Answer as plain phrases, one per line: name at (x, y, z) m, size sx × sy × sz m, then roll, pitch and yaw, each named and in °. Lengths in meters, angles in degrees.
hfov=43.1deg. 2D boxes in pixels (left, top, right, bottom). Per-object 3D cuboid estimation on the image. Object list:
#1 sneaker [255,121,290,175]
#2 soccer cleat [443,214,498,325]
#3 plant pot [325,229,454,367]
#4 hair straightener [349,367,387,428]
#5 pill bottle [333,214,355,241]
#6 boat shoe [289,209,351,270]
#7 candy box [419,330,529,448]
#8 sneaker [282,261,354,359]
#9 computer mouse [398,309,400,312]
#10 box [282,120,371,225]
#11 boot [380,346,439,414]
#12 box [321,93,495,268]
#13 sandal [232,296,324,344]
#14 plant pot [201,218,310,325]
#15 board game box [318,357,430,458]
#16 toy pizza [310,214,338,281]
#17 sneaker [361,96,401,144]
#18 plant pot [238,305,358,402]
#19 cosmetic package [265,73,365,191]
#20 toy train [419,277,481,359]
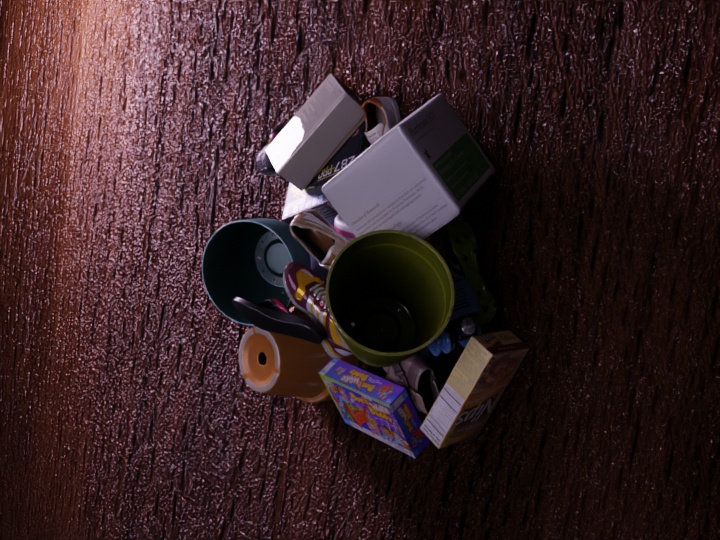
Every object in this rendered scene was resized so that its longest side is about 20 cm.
sneaker at (-0.161, -0.263, 1.866) m, size 0.199 × 0.085 × 0.082 m, roll -33°, pitch 68°, yaw 40°
soccer cleat at (0.175, 0.000, 1.577) m, size 0.081 × 0.067 × 0.203 m, roll -31°, pitch 71°, yaw 52°
plant pot at (0.039, 0.066, 1.468) m, size 0.193 × 0.197 × 0.203 m, roll 100°, pitch 148°, yaw -69°
hair straightener at (0.018, 0.226, 1.761) m, size 0.077 × 0.040 × 0.202 m, roll 46°, pitch 126°, yaw 32°
pill bottle at (0.000, 0.000, 1.699) m, size 0.112 × 0.112 × 0.204 m, roll 22°, pitch 116°, yaw 40°
boat shoe at (-0.044, -0.027, 1.606) m, size 0.199 × 0.068 × 0.075 m, roll 36°, pitch 117°, yaw 10°
candy box at (0.192, 0.199, 1.534) m, size 0.055 × 0.114 × 0.202 m, roll 42°, pitch 119°, yaw 34°
sneaker at (-0.061, 0.062, 1.649) m, size 0.201 × 0.075 × 0.090 m, roll 55°, pitch 142°, yaw -4°
computer mouse at (0.076, 0.013, 1.690) m, size 0.058 × 0.034 × 0.204 m, roll 6°, pitch 97°, yaw 42°
box at (-0.059, -0.181, 1.754) m, size 0.198 × 0.049 × 0.164 m, roll -17°, pitch 55°, yaw 41°
boot at (0.088, 0.216, 1.613) m, size 0.146 × 0.070 × 0.203 m, roll 31°, pitch 145°, yaw 51°
box at (0.084, -0.152, 1.528) m, size 0.199 × 0.199 × 0.172 m, roll -35°, pitch 96°, yaw 36°
sandal at (-0.147, 0.084, 1.674) m, size 0.197 × 0.076 × 0.046 m, roll 16°, pitch 61°, yaw 25°
plant pot at (-0.186, -0.009, 1.788) m, size 0.197 × 0.161 × 0.205 m, roll 4°, pitch 102°, yaw 19°
board game box at (0.023, 0.244, 1.639) m, size 0.198 × 0.045 × 0.136 m, roll 17°, pitch 141°, yaw 48°
toy pizza at (-0.058, -0.079, 1.816) m, size 0.198 × 0.031 × 0.205 m, roll 3°, pitch 94°, yaw 45°
sneaker at (0.047, -0.221, 1.672) m, size 0.072 × 0.084 × 0.203 m, roll -27°, pitch 77°, yaw 39°
plant pot at (-0.133, 0.167, 1.796) m, size 0.198 × 0.181 × 0.205 m, roll 3°, pitch 95°, yaw 43°
cosmetic package at (-0.084, -0.264, 1.742) m, size 0.200 × 0.073 × 0.104 m, roll -47°, pitch 37°, yaw 13°
toy train at (0.139, 0.083, 1.560) m, size 0.200 × 0.085 × 0.116 m, roll 149°, pitch 106°, yaw -70°
